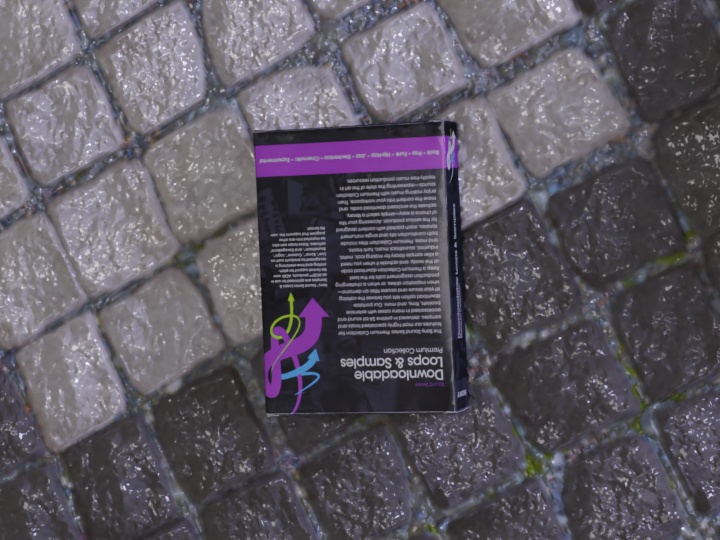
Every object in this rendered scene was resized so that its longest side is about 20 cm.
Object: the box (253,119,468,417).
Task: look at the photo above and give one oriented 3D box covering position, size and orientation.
[{"bbox_3d":[0.000,0.000,1.744,0.143,0.036,0.201,-1,90,21],"label":"box"}]
